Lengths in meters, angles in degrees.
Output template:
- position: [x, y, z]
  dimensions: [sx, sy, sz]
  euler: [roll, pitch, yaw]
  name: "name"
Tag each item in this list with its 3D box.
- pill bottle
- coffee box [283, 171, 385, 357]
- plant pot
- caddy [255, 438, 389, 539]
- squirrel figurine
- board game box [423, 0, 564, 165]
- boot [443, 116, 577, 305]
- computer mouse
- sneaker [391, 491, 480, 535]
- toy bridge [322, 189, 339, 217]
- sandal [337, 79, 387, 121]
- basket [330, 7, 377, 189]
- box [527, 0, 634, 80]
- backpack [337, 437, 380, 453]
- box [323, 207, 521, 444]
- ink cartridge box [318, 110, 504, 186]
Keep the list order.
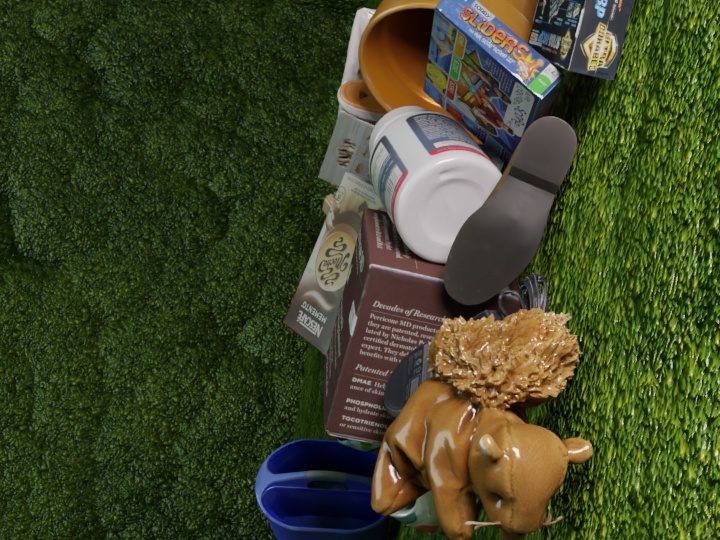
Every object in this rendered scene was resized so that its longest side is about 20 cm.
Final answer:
- position: [0.074, -0.100, 1.409]
  dimensions: [0.200, 0.119, 0.120]
  euler: [-115, 36, -62]
  name: "pill bottle"
- position: [0.000, 0.000, 1.579]
  dimensions: [0.113, 0.080, 0.201]
  euler: [32, 101, 53]
  name: "coffee box"
- position: [0.122, -0.274, 1.494]
  dimensions: [0.200, 0.200, 0.184]
  euler: [111, -176, -56]
  name: "plant pot"
- position: [-0.041, 0.301, 1.809]
  dimensions: [0.105, 0.199, 0.142]
  euler: [83, -169, -49]
  name: "caddy"
- position: [0.108, 0.124, 1.088]
  dimensions: [0.187, 0.141, 0.201]
  euler: [169, 111, -76]
  name: "squirrel figurine"
- position: [0.126, -0.184, 1.322]
  dimensions: [0.034, 0.135, 0.200]
  euler: [-45, -10, -12]
  name: "board game box"
- position: [0.148, -0.056, 1.291]
  dimensions: [0.200, 0.073, 0.075]
  euler: [-60, -2, 11]
  name: "boot"
- position: [0.107, 0.097, 1.274]
  dimensions: [0.200, 0.053, 0.139]
  euler: [-29, 35, 36]
  name: "computer mouse"
- position: [0.082, 0.187, 1.343]
  dimensions: [0.070, 0.093, 0.200]
  euler: [-89, 12, -56]
  name: "sneaker"
- position: [0.015, -0.019, 1.690]
  dimensions: [0.200, 0.027, 0.067]
  euler: [58, 161, 18]
  name: "toy bridge"
- position: [0.077, -0.207, 1.586]
  dimensions: [0.059, 0.206, 0.079]
  euler: [105, 168, -51]
  name: "sandal"
- position: [0.067, -0.202, 1.716]
  dimensions: [0.161, 0.199, 0.199]
  euler: [108, 172, -55]
  name: "basket"
- position: [0.212, -0.269, 1.249]
  dimensions: [0.200, 0.046, 0.160]
  euler: [-106, 29, -76]
  name: "box"
- position: [0.035, 0.161, 1.678]
  dimensions: [0.200, 0.153, 0.164]
  euler: [-29, 50, 53]
  name: "backpack"
- position: [0.061, 0.067, 1.429]
  dimensions: [0.166, 0.164, 0.201]
  euler: [-93, 17, -67]
  name: "box"
- position: [0.060, -0.129, 1.617]
  dimensions: [0.162, 0.199, 0.050]
  euler: [114, 179, -62]
  name: "ink cartridge box"
